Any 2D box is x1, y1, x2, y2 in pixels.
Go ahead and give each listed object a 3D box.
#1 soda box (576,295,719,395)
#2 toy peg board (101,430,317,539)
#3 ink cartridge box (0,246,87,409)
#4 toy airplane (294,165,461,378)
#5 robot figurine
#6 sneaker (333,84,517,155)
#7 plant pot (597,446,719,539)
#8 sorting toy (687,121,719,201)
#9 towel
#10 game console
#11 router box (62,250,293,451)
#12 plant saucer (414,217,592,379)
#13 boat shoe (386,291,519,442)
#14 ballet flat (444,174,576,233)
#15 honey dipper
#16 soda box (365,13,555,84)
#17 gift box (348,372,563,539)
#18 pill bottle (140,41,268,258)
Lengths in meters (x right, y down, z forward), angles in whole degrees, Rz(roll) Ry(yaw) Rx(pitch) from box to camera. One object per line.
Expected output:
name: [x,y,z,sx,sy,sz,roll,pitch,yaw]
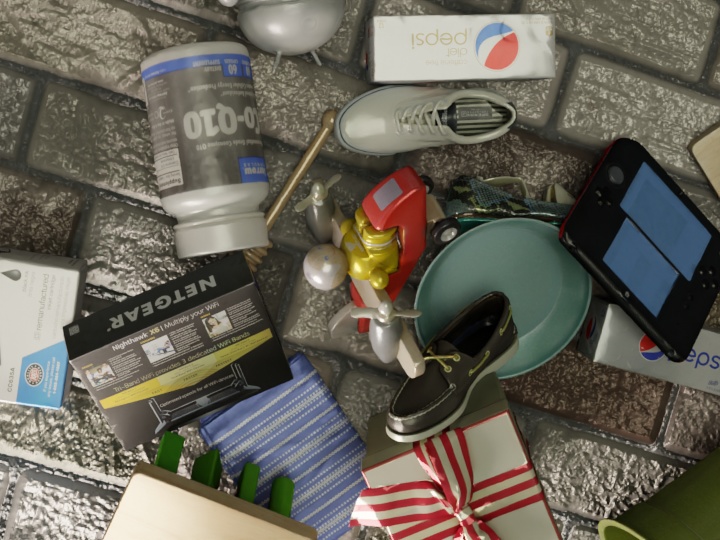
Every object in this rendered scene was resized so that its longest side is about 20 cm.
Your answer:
soda box: [0.348,0.088,1.279,0.196,0.063,0.070,15,95,-9]
toy peg board: [-0.168,0.282,1.215,0.197,0.098,0.201,23,121,-10]
ink cartridge box: [-0.389,0.051,1.167,0.196,0.086,0.149,9,95,-10]
toy airplane: [0.000,0.000,1.154,0.139,0.199,0.203,-5,94,-33]
robot figurine: [-0.076,-0.307,1.154,0.167,0.112,0.204,-12,98,-35]
sneaker: [0.070,-0.164,1.204,0.196,0.071,0.075,-10,97,-10]
plant pot: [0.397,0.289,1.262,0.189,0.200,0.201,-40,100,-15]
sorting toy: [0.500,-0.108,1.254,0.198,0.070,0.200,-34,100,10]
towel: [-0.070,0.208,1.262,0.144,0.024,0.202,-34,101,-5]
game console: [0.312,-0.027,1.231,0.200,0.031,0.178,44,52,-11]
router box: [-0.183,0.085,1.173,0.197,0.053,0.159,-22,136,-5]
plant saucer: [0.150,0.026,1.232,0.196,0.036,0.203,-5,120,-8]
boat shoe: [0.089,0.093,1.151,0.201,0.071,0.061,-40,132,-38]
ballet flat: [0.189,-0.067,1.243,0.196,0.074,0.076,9,95,-12]
honey dipper: [-0.077,-0.083,1.218,0.038,0.038,0.202,34,89,-10]
soda box: [0.105,-0.234,1.211,0.196,0.064,0.070,-2,97,-8]
gift box: [0.095,0.236,1.190,0.198,0.187,0.187,-28,99,6]
pill bottle: [-0.153,-0.119,1.153,0.112,0.114,0.204,-9,91,-6]
